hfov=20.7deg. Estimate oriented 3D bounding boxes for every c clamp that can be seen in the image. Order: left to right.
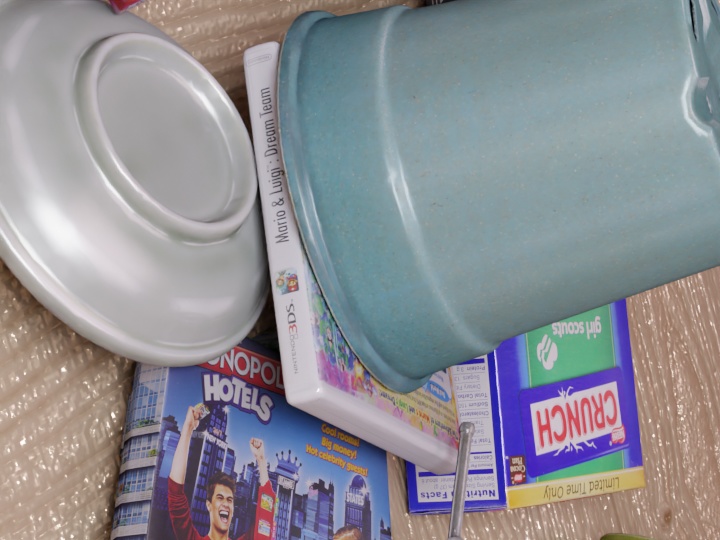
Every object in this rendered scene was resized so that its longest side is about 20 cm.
[{"bbox_3d":[0.039,0.203,1.062,0.200,0.027,0.172,98,4,-58],"label":"c clamp"}]

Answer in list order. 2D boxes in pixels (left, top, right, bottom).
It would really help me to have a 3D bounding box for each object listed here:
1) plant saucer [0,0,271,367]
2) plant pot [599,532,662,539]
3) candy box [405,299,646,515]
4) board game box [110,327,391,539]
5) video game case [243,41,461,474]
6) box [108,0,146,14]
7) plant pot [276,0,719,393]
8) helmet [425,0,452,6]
[{"bbox_3d":[-0.102,-0.055,0.928,0.200,0.050,0.201,32,42,-34],"label":"plant saucer"},{"bbox_3d":[0.207,0.297,1.258,0.187,0.187,0.201,36,71,-45],"label":"plant pot"},{"bbox_3d":[0.097,0.044,1.212,0.169,0.077,0.201,0,85,-54],"label":"candy box"},{"bbox_3d":[-0.053,0.098,1.010,0.200,0.061,0.201,28,60,-46],"label":"board game box"},{"bbox_3d":[0.000,0.000,1.016,0.200,0.024,0.183,34,44,-62],"label":"video game case"},{"bbox_3d":[-0.047,-0.213,0.917,0.199,0.100,0.096,-31,94,-16],"label":"box"},{"bbox_3d":[0.089,-0.057,0.973,0.200,0.195,0.201,-14,90,-70],"label":"plant pot"},{"bbox_3d":[0.126,-0.200,1.203,0.190,0.199,0.201,17,70,-62],"label":"helmet"}]
